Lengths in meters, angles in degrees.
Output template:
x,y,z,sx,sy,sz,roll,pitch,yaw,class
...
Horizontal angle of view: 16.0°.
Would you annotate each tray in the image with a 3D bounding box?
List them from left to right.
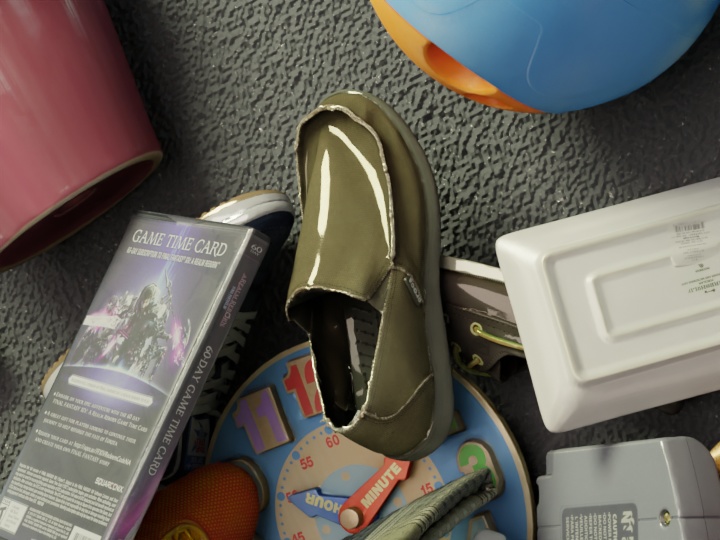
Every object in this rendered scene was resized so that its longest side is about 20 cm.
x,y,z,sx,sy,sz,roll,pitch,yaw,class
0.177,0.006,1.309,0.199,0.022,0.108,-15,76,-1,tray

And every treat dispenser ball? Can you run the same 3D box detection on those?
x,y,z,sx,sy,sz,roll,pitch,yaw,class
0.094,-0.181,1.314,0.200,0.201,0.202,-3,83,26,treat dispenser ball

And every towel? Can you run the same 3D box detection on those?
x,y,z,sx,sy,sz,roll,pitch,yaw,class
-0.035,0.178,1.299,0.192,0.200,0.035,-31,89,29,towel

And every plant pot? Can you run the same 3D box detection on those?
x,y,z,sx,sy,sz,roll,pitch,yaw,class
-0.214,-0.105,1.480,0.200,0.200,0.180,-35,86,20,plant pot

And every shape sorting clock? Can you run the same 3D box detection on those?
x,y,z,sx,sy,sz,roll,pitch,yaw,class
0.001,0.134,1.408,0.199,0.039,0.201,2,95,25,shape sorting clock

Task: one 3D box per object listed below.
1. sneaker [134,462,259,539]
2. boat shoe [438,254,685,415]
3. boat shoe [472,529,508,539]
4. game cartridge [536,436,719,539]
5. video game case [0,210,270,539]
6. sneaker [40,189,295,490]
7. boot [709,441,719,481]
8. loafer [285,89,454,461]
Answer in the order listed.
x,y,z,sx,sy,sz,roll,pitch,yaw,class
-0.111,0.175,1.353,0.073,0.200,0.077,50,144,-11,sneaker
0.084,0.031,1.370,0.200,0.072,0.061,10,85,25,boat shoe
0.084,0.235,1.300,0.090,0.071,0.201,7,69,6,boat shoe
0.141,0.188,1.310,0.133,0.041,0.201,-11,77,54,game cartridge
-0.128,0.064,1.375,0.143,0.019,0.201,9,71,59,video game case
-0.090,0.051,1.456,0.200,0.070,0.109,-43,63,24,sneaker
0.198,0.181,1.308,0.144,0.071,0.202,40,105,34,boot
0.000,0.000,1.341,0.075,0.069,0.201,-23,74,40,loafer
